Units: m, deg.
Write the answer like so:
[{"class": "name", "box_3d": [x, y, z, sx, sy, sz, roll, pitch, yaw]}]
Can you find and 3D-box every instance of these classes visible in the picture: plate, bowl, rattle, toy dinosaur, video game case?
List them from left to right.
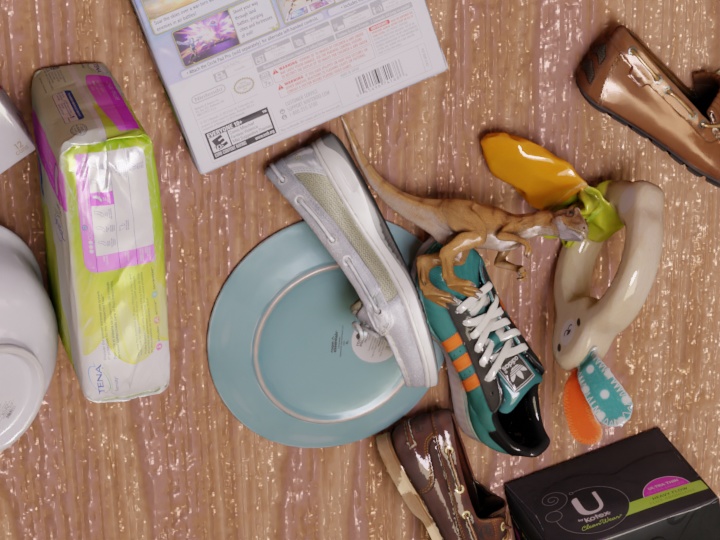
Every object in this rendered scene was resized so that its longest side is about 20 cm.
[{"class": "bowl", "box_3d": [-0.284, 0.072, 1.504, 0.201, 0.090, 0.202, -27, 137, -28]}, {"class": "video game case", "box_3d": [-0.057, -0.190, 1.528, 0.199, 0.045, 0.182, -23, 120, -7]}, {"class": "plate", "box_3d": [-0.020, 0.053, 1.663, 0.199, 0.026, 0.201, -7, 114, -15]}, {"class": "toy dinosaur", "box_3d": [0.068, -0.033, 1.600, 0.199, 0.060, 0.107, 14, 70, 4]}, {"class": "rattle", "box_3d": [0.146, 0.015, 1.621, 0.142, 0.130, 0.201, 23, 83, -38]}]

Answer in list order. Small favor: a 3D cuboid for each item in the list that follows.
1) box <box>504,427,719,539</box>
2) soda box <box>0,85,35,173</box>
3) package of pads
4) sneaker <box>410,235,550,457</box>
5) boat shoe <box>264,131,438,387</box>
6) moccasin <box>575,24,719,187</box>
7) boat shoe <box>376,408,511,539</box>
[{"class": "box", "box_3d": [0.221, 0.261, 1.778, 0.148, 0.124, 0.201, -18, 117, -10]}, {"class": "soda box", "box_3d": [-0.327, -0.062, 1.488, 0.200, 0.064, 0.068, -35, 119, 0]}, {"class": "package of pads", "box_3d": [-0.181, -0.026, 1.500, 0.068, 0.155, 0.201, -9, 116, -14]}, {"class": "sneaker", "box_3d": [0.102, 0.060, 1.664, 0.071, 0.080, 0.201, -37, 125, -24]}, {"class": "boat shoe", "box_3d": [0.000, -0.001, 1.595, 0.065, 0.074, 0.203, -26, 96, 3]}, {"class": "moccasin", "box_3d": [0.260, -0.123, 1.652, 0.201, 0.074, 0.078, 32, 109, -17]}, {"class": "boat shoe", "box_3d": [0.085, 0.201, 1.729, 0.070, 0.070, 0.201, -25, 115, 6]}]
